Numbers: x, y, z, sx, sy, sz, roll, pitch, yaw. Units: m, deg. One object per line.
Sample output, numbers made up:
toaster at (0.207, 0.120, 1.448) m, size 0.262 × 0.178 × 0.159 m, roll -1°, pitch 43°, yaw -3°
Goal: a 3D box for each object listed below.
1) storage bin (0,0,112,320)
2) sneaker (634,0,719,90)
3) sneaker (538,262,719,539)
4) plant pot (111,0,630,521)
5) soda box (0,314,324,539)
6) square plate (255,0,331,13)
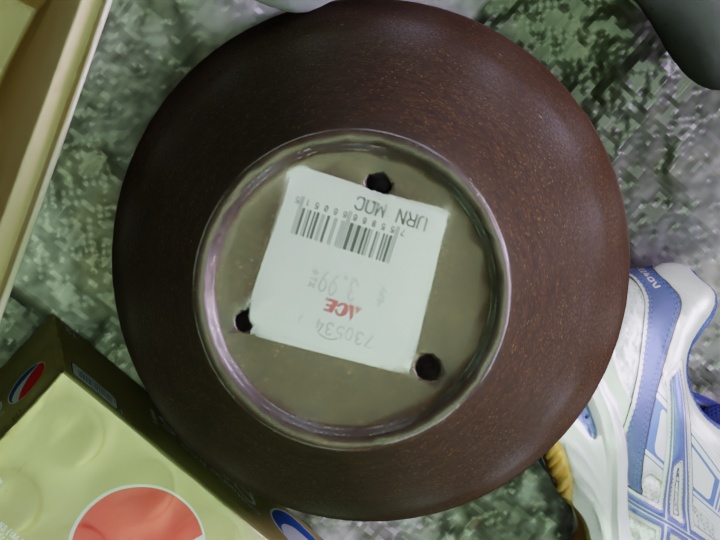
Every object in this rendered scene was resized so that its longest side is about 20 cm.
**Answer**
storage bin at (-0.200, -0.057, 0.845) m, size 0.199 × 0.094 × 0.199 m, roll 25°, pitch 63°, yaw -17°
sneaker at (0.060, -0.136, 0.932) m, size 0.088 × 0.074 × 0.200 m, roll -34°, pitch 101°, yaw 1°
sneaker at (0.120, 0.093, 1.014) m, size 0.088 × 0.075 × 0.201 m, roll -19°, pitch 111°, yaw -5°
plant pot at (0.000, 0.000, 0.866) m, size 0.186 × 0.200 × 0.188 m, roll 0°, pitch 92°, yaw 2°
soda box at (-0.060, 0.110, 0.990) m, size 0.200 × 0.064 × 0.068 m, roll 42°, pitch 96°, yaw -19°
square plate at (-0.036, -0.136, 0.809) m, size 0.198 × 0.200 × 0.029 m, roll 19°, pitch 65°, yaw -34°
